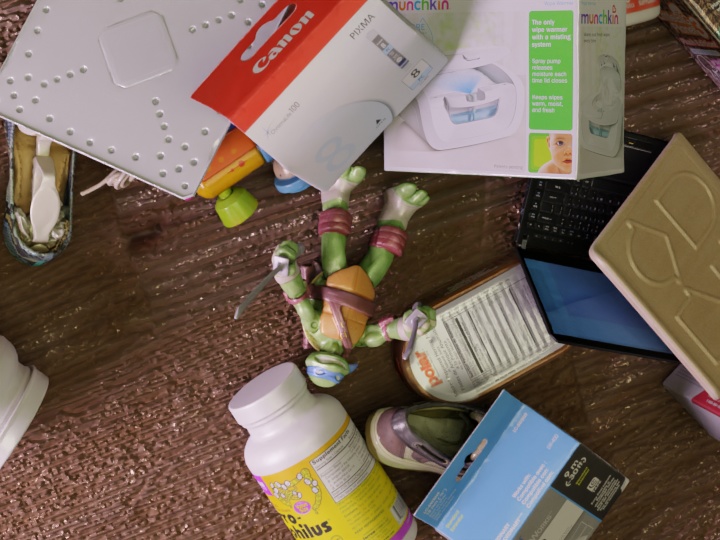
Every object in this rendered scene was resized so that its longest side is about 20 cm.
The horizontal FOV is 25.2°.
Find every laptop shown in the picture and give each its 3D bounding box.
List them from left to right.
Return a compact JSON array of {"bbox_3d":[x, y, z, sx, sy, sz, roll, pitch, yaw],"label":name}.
[{"bbox_3d":[0.245,-0.029,1.500,0.177,0.103,0.200,11,96,-29],"label":"laptop"}]

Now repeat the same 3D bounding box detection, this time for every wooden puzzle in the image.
[{"bbox_3d":[0.305,-0.004,1.500,0.185,0.046,0.200,48,53,-11],"label":"wooden puzzle"}]

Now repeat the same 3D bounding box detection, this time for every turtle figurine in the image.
[{"bbox_3d":[0.000,0.000,1.428,0.144,0.200,0.194,7,70,16],"label":"turtle figurine"}]

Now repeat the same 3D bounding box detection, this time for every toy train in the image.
[{"bbox_3d":[-0.137,-0.085,1.439,0.200,0.085,0.116,-35,119,-4],"label":"toy train"}]

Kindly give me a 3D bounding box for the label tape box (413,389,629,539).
[{"bbox_3d":[0.154,0.213,1.498,0.144,0.063,0.200,-55,143,-1],"label":"label tape box"}]

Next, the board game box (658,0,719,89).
[{"bbox_3d":[0.389,-0.252,1.522,0.159,0.097,0.200,-45,105,-4],"label":"board game box"}]

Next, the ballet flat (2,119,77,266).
[{"bbox_3d":[-0.274,-0.102,1.404,0.074,0.074,0.201,-1,99,-13],"label":"ballet flat"}]

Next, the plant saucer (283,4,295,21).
[{"bbox_3d":[-0.140,-0.231,1.399,0.200,0.037,0.200,-37,77,-5],"label":"plant saucer"}]

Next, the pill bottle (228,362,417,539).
[{"bbox_3d":[-0.038,0.186,1.482,0.104,0.104,0.200,-34,103,-6],"label":"pill bottle"}]

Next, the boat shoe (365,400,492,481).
[{"bbox_3d":[0.101,0.160,1.503,0.201,0.066,0.072,11,71,-32],"label":"boat shoe"}]

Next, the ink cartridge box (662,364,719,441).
[{"bbox_3d":[0.411,0.079,1.549,0.200,0.146,0.083,-46,106,-3],"label":"ink cartridge box"}]

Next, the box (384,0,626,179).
[{"bbox_3d":[0.127,-0.174,1.418,0.097,0.200,0.177,-13,106,-54],"label":"box"}]

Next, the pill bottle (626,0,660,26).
[{"bbox_3d":[0.202,-0.318,1.461,0.112,0.112,0.200,-15,102,-11],"label":"pill bottle"}]

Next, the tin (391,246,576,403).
[{"bbox_3d":[0.125,0.054,1.537,0.200,0.042,0.112,-29,99,-8],"label":"tin"}]

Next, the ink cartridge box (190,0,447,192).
[{"bbox_3d":[-0.029,-0.158,1.323,0.160,0.200,0.047,-46,65,9],"label":"ink cartridge box"}]

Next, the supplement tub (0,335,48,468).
[{"bbox_3d":[-0.383,0.090,1.368,0.200,0.140,0.140,35,89,-15],"label":"supplement tub"}]

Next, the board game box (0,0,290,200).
[{"bbox_3d":[-0.185,-0.183,1.358,0.200,0.026,0.200,24,80,9],"label":"board game box"}]
